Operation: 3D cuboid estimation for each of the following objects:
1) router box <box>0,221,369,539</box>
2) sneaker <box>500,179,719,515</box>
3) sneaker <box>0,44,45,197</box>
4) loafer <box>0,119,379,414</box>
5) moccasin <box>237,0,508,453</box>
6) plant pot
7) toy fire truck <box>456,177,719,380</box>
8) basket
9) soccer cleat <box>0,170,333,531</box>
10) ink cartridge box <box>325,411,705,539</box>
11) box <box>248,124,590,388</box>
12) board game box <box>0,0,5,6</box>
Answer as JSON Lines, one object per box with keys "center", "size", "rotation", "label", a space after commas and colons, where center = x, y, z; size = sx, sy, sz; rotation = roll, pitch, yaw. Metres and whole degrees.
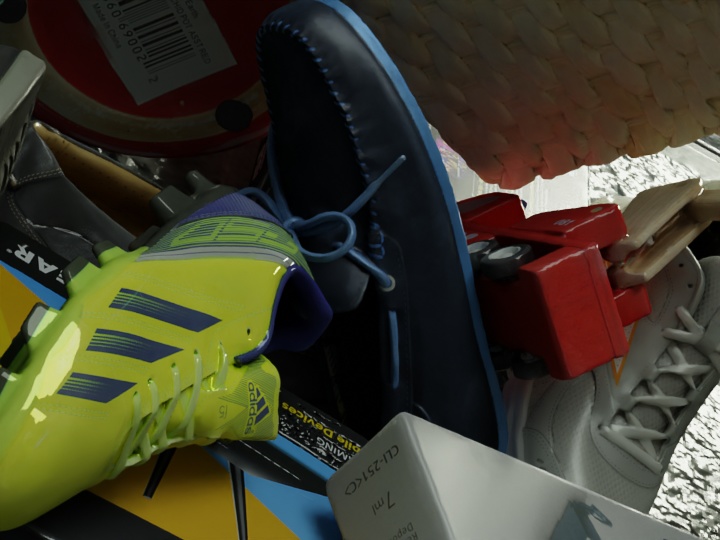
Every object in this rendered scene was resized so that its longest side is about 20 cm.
{"center": [-0.066, 0.082, 0.765], "size": [0.199, 0.051, 0.149], "rotation": [31, 27, -7], "label": "router box"}
{"center": [0.119, 0.035, 0.934], "size": [0.076, 0.092, 0.201], "rotation": [41, 47, -27], "label": "sneaker"}
{"center": [-0.188, -0.027, 0.743], "size": [0.106, 0.075, 0.200], "rotation": [31, 49, 4], "label": "sneaker"}
{"center": [-0.061, 0.002, 0.880], "size": [0.199, 0.073, 0.073], "rotation": [16, 30, -30], "label": "loafer"}
{"center": [0.000, 0.000, 0.848], "size": [0.068, 0.201, 0.080], "rotation": [-26, 14, -25], "label": "moccasin"}
{"center": [-0.080, -0.164, 0.997], "size": [0.199, 0.201, 0.183], "rotation": [22, 33, -19], "label": "plant pot"}
{"center": [0.103, -0.009, 0.889], "size": [0.140, 0.049, 0.200], "rotation": [-24, 15, -22], "label": "toy fire truck"}
{"center": [0.094, -0.159, 0.904], "size": [0.200, 0.197, 0.162], "rotation": [44, 38, -53], "label": "basket"}
{"center": [-0.062, 0.032, 0.725], "size": [0.084, 0.065, 0.200], "rotation": [42, 29, -1], "label": "soccer cleat"}
{"center": [0.090, 0.152, 0.762], "size": [0.199, 0.045, 0.177], "rotation": [25, 33, -41], "label": "ink cartridge box"}
{"center": [0.030, -0.034, 1.066], "size": [0.159, 0.044, 0.200], "rotation": [27, 28, -10], "label": "box"}
{"center": [-0.206, -0.157, 0.854], "size": [0.199, 0.028, 0.136], "rotation": [22, 51, 14], "label": "board game box"}
